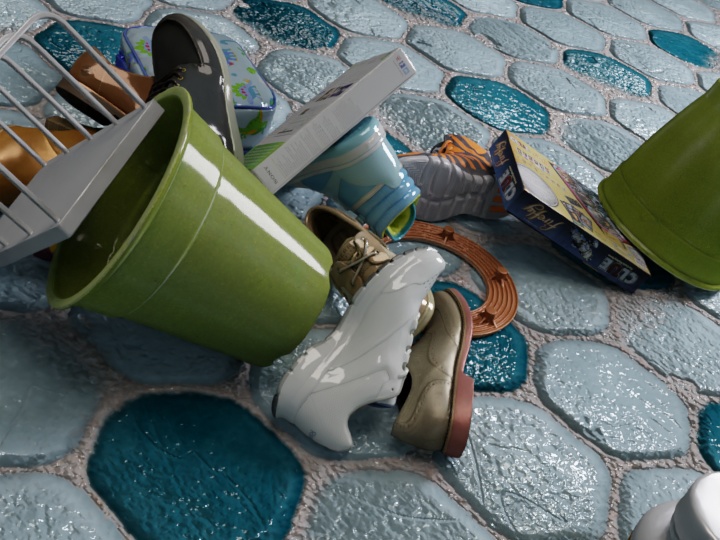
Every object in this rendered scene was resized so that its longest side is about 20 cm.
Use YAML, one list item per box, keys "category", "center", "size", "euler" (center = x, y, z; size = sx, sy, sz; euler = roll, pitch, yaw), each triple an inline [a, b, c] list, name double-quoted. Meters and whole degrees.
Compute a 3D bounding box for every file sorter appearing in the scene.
- category: "file sorter"
  center: [-0.283, -0.098, 0.808]
  size: [0.125, 0.198, 0.140]
  euler: [46, 53, -26]

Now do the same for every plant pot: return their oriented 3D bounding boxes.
- category: "plant pot"
  center: [0.422, -0.116, 1.209]
  size: [0.198, 0.194, 0.202]
  euler: [25, 32, -17]
- category: "plant pot"
  center: [-0.127, -0.016, 0.846]
  size: [0.189, 0.200, 0.202]
  euler: [32, 26, -29]

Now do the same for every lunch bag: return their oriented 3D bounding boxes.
- category: "lunch bag"
  center: [-0.199, -0.212, 1.186]
  size: [0.158, 0.083, 0.201]
  euler: [-3, 40, -30]

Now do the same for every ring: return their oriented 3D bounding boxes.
- category: "ring"
  center: [0.077, 0.000, 1.078]
  size: [0.197, 0.019, 0.202]
  euler: [13, 34, -9]

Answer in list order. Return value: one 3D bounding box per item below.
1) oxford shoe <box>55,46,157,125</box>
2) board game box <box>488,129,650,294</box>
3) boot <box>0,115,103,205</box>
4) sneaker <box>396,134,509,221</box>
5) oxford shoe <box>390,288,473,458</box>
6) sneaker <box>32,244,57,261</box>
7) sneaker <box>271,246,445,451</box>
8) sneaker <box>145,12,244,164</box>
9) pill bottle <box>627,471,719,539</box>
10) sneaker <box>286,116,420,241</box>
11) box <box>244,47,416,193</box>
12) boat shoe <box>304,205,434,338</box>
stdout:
- category: "oxford shoe"
  center: [-0.214, -0.160, 1.057]
  size: [0.199, 0.072, 0.071]
  euler: [36, -15, -19]
- category: "board game box"
  center: [0.242, -0.069, 1.178]
  size: [0.198, 0.035, 0.137]
  euler: [31, 30, -22]
- category: "boot"
  center: [-0.281, -0.091, 0.990]
  size: [0.142, 0.072, 0.202]
  euler: [23, 30, 7]
- category: "sneaker"
  center: [0.092, -0.116, 1.212]
  size: [0.197, 0.078, 0.112]
  euler: [9, 29, -34]
- category: "oxford shoe"
  center: [0.061, 0.080, 0.916]
  size: [0.073, 0.071, 0.201]
  euler: [9, 33, -3]
- category: "sneaker"
  center: [-0.208, -0.031, 0.936]
  size: [0.197, 0.076, 0.090]
  euler: [-8, 36, -33]
- category: "sneaker"
  center: [0.012, 0.066, 0.862]
  size: [0.087, 0.075, 0.201]
  euler: [38, 78, 9]
- category: "sneaker"
  center: [-0.184, -0.177, 0.996]
  size: [0.105, 0.074, 0.203]
  euler: [5, 59, -54]
- category: "pill bottle"
  center: [0.207, 0.229, 0.655]
  size: [0.107, 0.202, 0.110]
  euler: [12, 34, -9]
- category: "sneaker"
  center: [-0.011, -0.084, 1.093]
  size: [0.079, 0.199, 0.131]
  euler: [-44, 107, -21]
- category: "box"
  center: [-0.046, -0.153, 1.058]
  size: [0.199, 0.037, 0.144]
  euler: [-40, 15, -11]
- category: "boat shoe"
  center: [0.000, 0.000, 0.970]
  size: [0.064, 0.071, 0.200]
  euler: [40, 2, -39]
